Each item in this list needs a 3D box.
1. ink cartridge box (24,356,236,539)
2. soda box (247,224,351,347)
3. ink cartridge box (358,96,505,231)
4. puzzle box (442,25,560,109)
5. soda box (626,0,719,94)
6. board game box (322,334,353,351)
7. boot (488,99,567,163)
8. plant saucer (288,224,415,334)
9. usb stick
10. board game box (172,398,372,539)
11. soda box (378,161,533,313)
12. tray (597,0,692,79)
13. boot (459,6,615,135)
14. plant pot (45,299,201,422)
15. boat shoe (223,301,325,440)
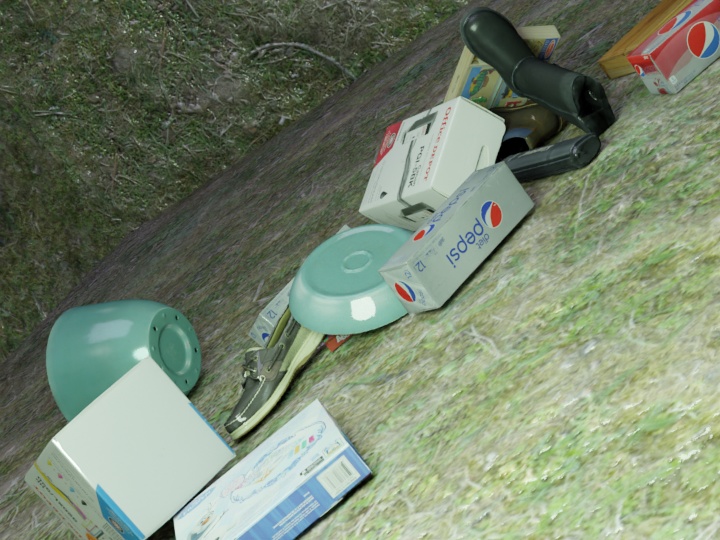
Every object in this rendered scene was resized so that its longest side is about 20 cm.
[{"bbox_3d":[-0.261,0.216,1.506,0.145,0.147,0.200,-43,0,-29],"label":"ink cartridge box"},{"bbox_3d":[-0.063,0.031,1.838,0.200,0.063,0.068,-47,-6,-34],"label":"soda box"},{"bbox_3d":[0.097,-0.143,1.886,0.200,0.083,0.147,-15,52,60],"label":"ink cartridge box"},{"bbox_3d":[0.192,-0.264,1.934,0.132,0.026,0.200,-8,-35,-21],"label":"puzzle box"},{"bbox_3d":[0.433,-0.305,1.694,0.200,0.063,0.070,-40,13,-8],"label":"soda box"},{"bbox_3d":[0.029,0.026,1.749,0.200,0.019,0.103,-39,12,-2],"label":"board game box"},{"bbox_3d":[0.189,-0.180,1.896,0.200,0.075,0.097,-22,18,45],"label":"boot"},{"bbox_3d":[0.000,0.000,1.686,0.199,0.036,0.200,-13,36,10],"label":"plant saucer"},{"bbox_3d":[0.235,-0.140,1.732,0.055,0.033,0.200,-44,14,-21],"label":"usb stick"},{"bbox_3d":[-0.093,0.224,1.341,0.200,0.043,0.199,-39,13,-3],"label":"board game box"},{"bbox_3d":[0.114,-0.039,1.596,0.200,0.068,0.063,-46,16,-30],"label":"soda box"},{"bbox_3d":[0.432,-0.350,1.915,0.200,0.037,0.099,-42,14,-21],"label":"tray"},{"bbox_3d":[0.229,-0.260,1.764,0.066,0.165,0.200,-49,33,5],"label":"boot"},{"bbox_3d":[-0.331,0.133,1.986,0.160,0.201,0.201,-15,23,28],"label":"plant pot"},{"bbox_3d":[-0.116,0.120,1.678,0.201,0.066,0.072,-53,13,-32],"label":"boat shoe"}]
